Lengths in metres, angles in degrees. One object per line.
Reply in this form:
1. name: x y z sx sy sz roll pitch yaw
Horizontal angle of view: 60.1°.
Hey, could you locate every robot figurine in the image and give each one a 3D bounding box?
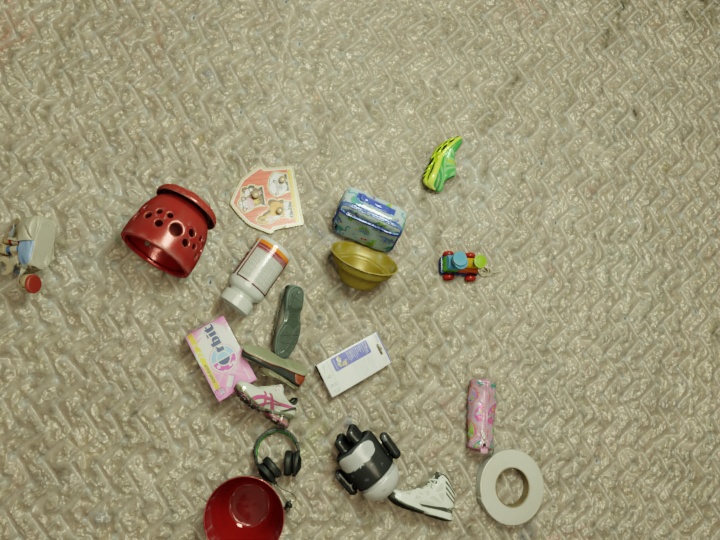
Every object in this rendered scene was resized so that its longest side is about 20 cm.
1. robot figurine: 0.016 0.507 1.645 0.201 0.150 0.124 51 44 2

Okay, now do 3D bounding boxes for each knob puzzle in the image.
1. knob puzzle: -0.271 -0.204 1.767 0.215 0.030 0.225 2 79 -12

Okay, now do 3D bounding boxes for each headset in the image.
1. headset: -0.209 0.518 1.629 0.121 0.094 0.203 -14 67 -10

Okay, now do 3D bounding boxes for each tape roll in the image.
1. tape roll: 0.422 0.610 1.759 0.198 0.037 0.208 3 79 -13

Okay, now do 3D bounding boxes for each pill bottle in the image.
1. pill bottle: -0.285 0.015 1.679 0.109 0.110 0.202 35 75 -4

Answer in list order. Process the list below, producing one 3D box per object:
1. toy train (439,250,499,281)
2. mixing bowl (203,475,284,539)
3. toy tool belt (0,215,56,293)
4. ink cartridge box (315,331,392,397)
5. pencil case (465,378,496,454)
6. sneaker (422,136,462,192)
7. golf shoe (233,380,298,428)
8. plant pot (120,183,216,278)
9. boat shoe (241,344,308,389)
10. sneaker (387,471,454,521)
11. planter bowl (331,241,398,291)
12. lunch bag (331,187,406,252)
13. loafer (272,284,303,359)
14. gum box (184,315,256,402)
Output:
1. toy train: 0.339 -0.018 1.822 0.195 0.116 0.087 3 78 -12
2. mixing bowl: -0.284 0.601 1.554 0.195 0.108 0.205 0 88 -3
3. toy tool belt: -0.851 -0.040 1.573 0.120 0.125 0.204 -2 74 19
4. ink cartridge box: -0.019 0.260 1.728 0.197 0.039 0.101 -26 86 -15
5. pencil case: 0.342 0.410 1.756 0.086 0.087 0.204 8 76 -11
6. sneaker: 0.257 -0.324 1.898 0.083 0.074 0.202 42 68 -28
7. golf shoe: -0.246 0.329 1.623 0.200 0.072 0.093 43 66 -35
8. plant pot: -0.490 -0.110 1.616 0.198 0.201 0.185 28 67 -6
9. boat shoe: -0.232 0.257 1.645 0.198 0.071 0.063 28 103 -28
10. sneaker: 0.170 0.599 1.695 0.197 0.076 0.117 23 66 -16
11. planter bowl: 0.000 0.000 1.737 0.197 0.201 0.085 17 111 -9
12. lunch bag: 0.023 -0.141 1.749 0.197 0.161 0.084 24 59 -7
13. loafer: -0.202 0.139 1.705 0.071 0.062 0.204 13 90 -36
14. gum box: -0.370 0.228 1.639 0.112 0.066 0.202 -28 86 -17
